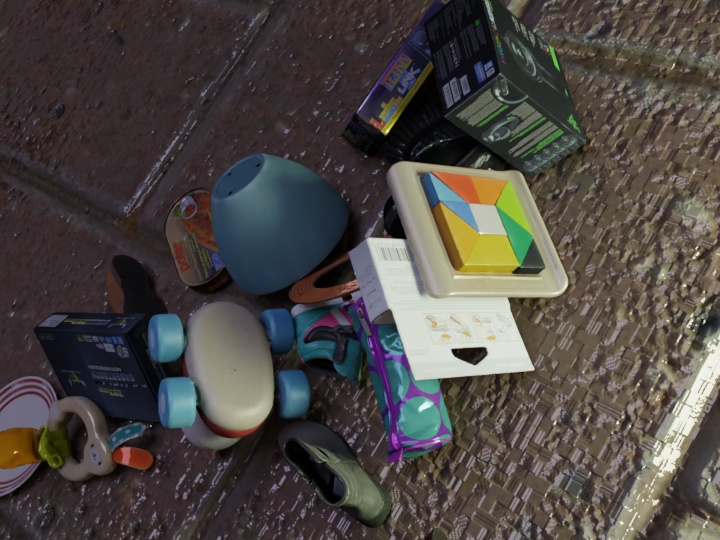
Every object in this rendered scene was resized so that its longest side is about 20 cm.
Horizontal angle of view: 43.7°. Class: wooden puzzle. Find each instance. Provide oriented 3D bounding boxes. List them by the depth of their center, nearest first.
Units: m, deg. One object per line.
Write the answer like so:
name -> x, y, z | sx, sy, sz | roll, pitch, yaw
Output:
wooden puzzle -> 0.144, -0.053, 1.075 | 0.037, 0.198, 0.186 | -51, 48, 49

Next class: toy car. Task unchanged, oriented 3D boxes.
toy car -> -0.191, 0.160, 1.187 | 0.200, 0.183, 0.178 | -58, 42, 48

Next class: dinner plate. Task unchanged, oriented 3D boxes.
dinner plate -> -0.556, 0.267, 1.442 | 0.199, 0.024, 0.202 | -15, 57, 24

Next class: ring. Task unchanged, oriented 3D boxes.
ring -> 0.000, 0.000, 1.179 | 0.199, 0.019, 0.201 | -23, 15, 6

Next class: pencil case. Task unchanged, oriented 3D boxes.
pencil case -> 0.045, 0.120, 1.063 | 0.085, 0.092, 0.202 | -28, 72, 39

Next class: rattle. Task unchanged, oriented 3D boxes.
rattle -> -0.415, 0.249, 1.279 | 0.199, 0.143, 0.131 | 15, 81, 37

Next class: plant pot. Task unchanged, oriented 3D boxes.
plant pot -> -0.135, -0.085, 1.274 | 0.199, 0.135, 0.201 | -26, 34, 19

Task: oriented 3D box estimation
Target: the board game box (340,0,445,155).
board game box -> 0.056, -0.272, 1.290 | 0.201, 0.057, 0.165 | -56, 5, -8

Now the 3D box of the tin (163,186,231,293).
tin -> -0.251, -0.049, 1.427 | 0.111, 0.042, 0.201 | -32, 50, 7

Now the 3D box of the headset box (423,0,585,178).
headset box -> 0.190, -0.240, 1.160 | 0.093, 0.199, 0.175 | -33, 47, 32

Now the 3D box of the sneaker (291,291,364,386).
sneaker -> 0.001, 0.084, 1.157 | 0.198, 0.084, 0.122 | -16, 57, 21

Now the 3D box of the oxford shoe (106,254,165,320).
oxford shoe -> -0.358, 0.068, 1.420 | 0.072, 0.071, 0.201 | -57, 43, 29

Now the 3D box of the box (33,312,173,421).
box -> -0.368, 0.140, 1.312 | 0.199, 0.159, 0.051 | 0, 32, 32

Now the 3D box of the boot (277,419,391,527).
boot -> -0.054, 0.223, 1.077 | 0.200, 0.131, 0.068 | 33, 83, 41

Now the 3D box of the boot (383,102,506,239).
boot -> 0.074, -0.135, 1.204 | 0.210, 0.080, 0.158 | -34, 51, -25

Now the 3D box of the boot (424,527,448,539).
boot -> 0.010, 0.388, 0.990 | 0.199, 0.064, 0.188 | -17, 53, 29

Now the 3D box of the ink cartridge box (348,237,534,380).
ink cartridge box -> 0.097, 0.048, 1.044 | 0.044, 0.199, 0.175 | -39, 60, 44
